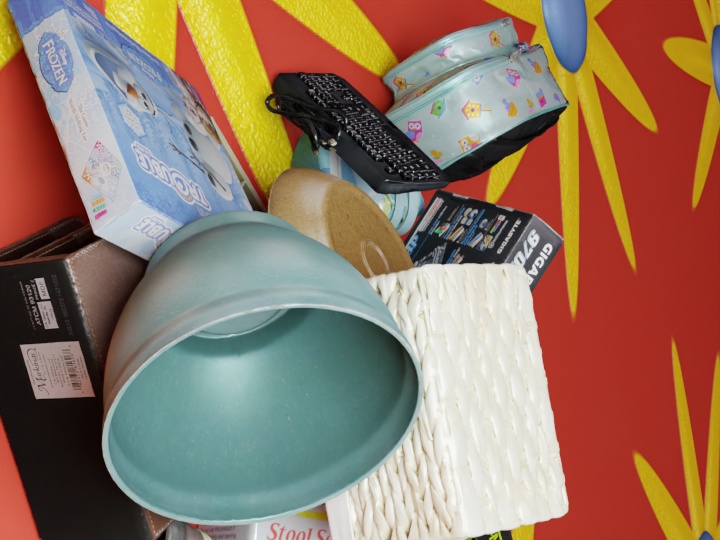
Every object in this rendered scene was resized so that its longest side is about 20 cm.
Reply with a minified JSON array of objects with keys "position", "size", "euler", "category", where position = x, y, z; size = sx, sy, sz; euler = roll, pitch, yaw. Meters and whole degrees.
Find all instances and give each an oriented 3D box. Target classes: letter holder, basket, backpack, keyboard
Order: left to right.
[{"position":[-0.174,0.068,0.900],"size":[0.142,0.100,0.202],"euler":[-38,118,-58],"category":"letter holder"},{"position":[-0.008,-0.135,1.135],"size":[0.103,0.200,0.040],"euler":[-11,130,-32],"category":"keyboard"},{"position":[0.052,0.095,0.904],"size":[0.135,0.123,0.202],"euler":[-1,77,-45],"category":"basket"},{"position":[0.109,-0.176,1.370],"size":[0.154,0.175,0.200],"euler":[60,35,-8],"category":"backpack"}]

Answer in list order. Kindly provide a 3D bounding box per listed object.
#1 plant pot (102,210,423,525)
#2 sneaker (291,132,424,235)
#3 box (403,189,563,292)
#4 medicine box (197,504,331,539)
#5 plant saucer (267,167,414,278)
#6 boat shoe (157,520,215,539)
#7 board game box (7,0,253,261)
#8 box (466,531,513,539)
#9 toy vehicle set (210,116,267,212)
[{"position":[-0.072,0.048,0.818],"size":[0.200,0.199,0.135],"euler":[51,14,-45],"category":"plant pot"},{"position":[0.005,-0.046,1.174],"size":[0.130,0.080,0.201],"euler":[22,46,-25],"category":"sneaker"},{"position":[0.072,0.030,1.140],"size":[0.046,0.159,0.201],"euler":[37,82,-30],"category":"box"},{"position":[-0.034,0.228,1.047],"size":[0.181,0.103,0.202],"euler":[14,72,-30],"category":"medicine box"},{"position":[0.000,0.000,1.031],"size":[0.200,0.035,0.201],"euler":[46,29,-35],"category":"plant saucer"},{"position":[-0.173,0.258,0.877],"size":[0.066,0.071,0.202],"euler":[48,65,-36],"category":"boat shoe"},{"position":[-0.149,-0.086,0.914],"size":[0.200,0.043,0.200],"euler":[34,28,-62],"category":"board game box"},{"position":[0.057,0.202,1.194],"size":[0.047,0.199,0.195],"euler":[-25,110,-29],"category":"box"},{"position":[-0.115,-0.014,1.088],"size":[0.201,0.026,0.125],"euler":[61,37,-35],"category":"toy vehicle set"}]
